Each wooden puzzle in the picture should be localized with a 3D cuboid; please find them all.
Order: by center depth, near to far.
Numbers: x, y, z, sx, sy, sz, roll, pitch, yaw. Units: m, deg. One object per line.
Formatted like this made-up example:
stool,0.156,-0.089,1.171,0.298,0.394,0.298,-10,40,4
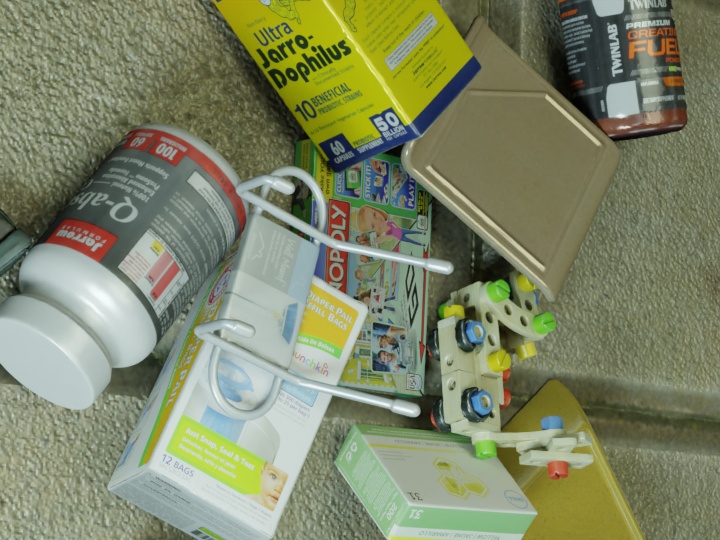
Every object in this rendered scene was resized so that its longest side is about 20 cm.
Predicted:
wooden puzzle,0.131,-0.097,1.743,0.200,0.037,0.186,43,52,-19

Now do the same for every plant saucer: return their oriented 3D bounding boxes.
plant saucer,0.176,0.231,1.779,0.200,0.048,0.201,-40,111,-36

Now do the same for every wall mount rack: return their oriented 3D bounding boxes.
wall mount rack,-0.029,0.022,1.461,0.173,0.074,0.202,27,66,-30

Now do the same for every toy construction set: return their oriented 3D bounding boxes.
toy construction set,0.123,0.091,1.704,0.131,0.092,0.201,16,47,-42

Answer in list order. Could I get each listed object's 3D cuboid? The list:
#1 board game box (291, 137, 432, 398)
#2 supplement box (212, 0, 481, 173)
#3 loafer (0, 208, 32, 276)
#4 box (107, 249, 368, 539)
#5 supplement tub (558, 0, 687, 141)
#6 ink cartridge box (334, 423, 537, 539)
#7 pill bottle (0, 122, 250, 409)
board game box,0.000,0.000,1.665,0.134,0.029,0.202,10,79,-41
supplement box,-0.016,-0.199,1.601,0.201,0.108,0.110,54,49,-14
loafer,-0.314,0.014,1.377,0.063,0.072,0.200,49,47,-1
box,-0.092,0.096,1.510,0.112,0.101,0.201,31,65,-15
supplement tub,0.240,-0.223,1.847,0.106,0.107,0.202,-10,91,-41
ink cartridge box,0.083,0.209,1.614,0.145,0.200,0.048,9,120,-37
pill bottle,-0.177,-0.003,1.454,0.116,0.115,0.200,51,56,-24
